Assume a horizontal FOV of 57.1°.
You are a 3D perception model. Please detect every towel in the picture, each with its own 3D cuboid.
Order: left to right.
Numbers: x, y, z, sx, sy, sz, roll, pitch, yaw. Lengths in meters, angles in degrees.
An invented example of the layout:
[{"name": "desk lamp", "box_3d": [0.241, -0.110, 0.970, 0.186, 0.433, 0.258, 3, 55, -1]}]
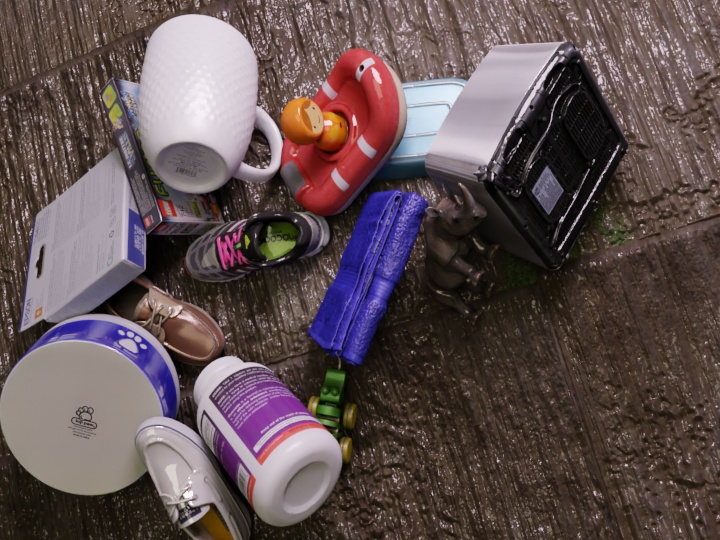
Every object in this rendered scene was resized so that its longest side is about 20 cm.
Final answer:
[{"name": "towel", "box_3d": [0.000, 0.000, 0.776, 0.049, 0.147, 0.205, 25, 85, -22]}]

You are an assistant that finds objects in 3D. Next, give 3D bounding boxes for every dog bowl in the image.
[{"name": "dog bowl", "box_3d": [-0.323, 0.163, 0.802, 0.193, 0.079, 0.207, -1, 106, -3]}]

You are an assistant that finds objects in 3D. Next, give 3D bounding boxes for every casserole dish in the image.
[{"name": "casserole dish", "box_3d": [0.071, -0.184, 0.841, 0.193, 0.039, 0.126, -4, 80, 11]}]

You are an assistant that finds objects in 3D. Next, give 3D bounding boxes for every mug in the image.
[{"name": "mug", "box_3d": [-0.180, -0.184, 0.823, 0.147, 0.197, 0.180, -35, 45, 38]}]

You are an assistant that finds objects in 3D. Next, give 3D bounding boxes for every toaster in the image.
[{"name": "toaster", "box_3d": [0.182, -0.131, 0.726, 0.117, 0.199, 0.184, 23, 78, 50]}]

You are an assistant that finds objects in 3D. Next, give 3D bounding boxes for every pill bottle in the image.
[{"name": "pill bottle", "box_3d": [-0.115, 0.184, 0.758, 0.199, 0.112, 0.114, 36, 89, 43]}]

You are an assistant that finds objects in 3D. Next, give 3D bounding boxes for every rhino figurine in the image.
[{"name": "rhino figurine", "box_3d": [0.107, -0.023, 0.738, 0.086, 0.203, 0.060, 30, 62, 26]}]

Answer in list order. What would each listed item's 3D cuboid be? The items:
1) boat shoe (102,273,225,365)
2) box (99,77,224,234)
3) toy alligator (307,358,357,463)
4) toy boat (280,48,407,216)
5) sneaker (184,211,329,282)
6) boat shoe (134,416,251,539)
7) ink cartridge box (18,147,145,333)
[{"name": "boat shoe", "box_3d": [-0.265, 0.061, 0.851, 0.196, 0.072, 0.077, 27, 87, 14]}, {"name": "box", "box_3d": [-0.257, -0.144, 0.860, 0.034, 0.109, 0.205, -29, 77, 30]}, {"name": "toy alligator", "box_3d": [-0.036, 0.165, 0.800, 0.057, 0.054, 0.207, 7, 83, 11]}, {"name": "toy boat", "box_3d": [-0.040, -0.168, 0.782, 0.201, 0.129, 0.132, -48, 60, 26]}, {"name": "sneaker", "box_3d": [-0.138, -0.033, 0.829, 0.193, 0.087, 0.076, -12, 88, 9]}, {"name": "boat shoe", "box_3d": [-0.194, 0.261, 0.763, 0.069, 0.070, 0.203, -27, 108, 6]}, {"name": "ink cartridge box", "box_3d": [-0.354, -0.039, 0.854, 0.197, 0.040, 0.204, -29, 52, 22]}]
